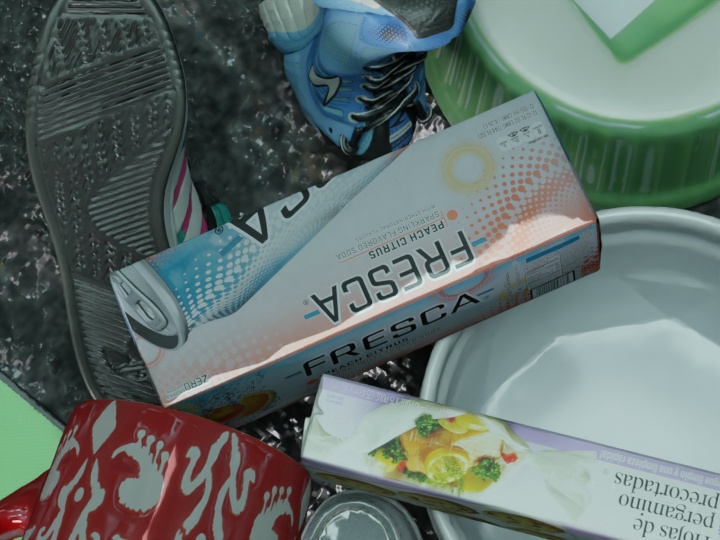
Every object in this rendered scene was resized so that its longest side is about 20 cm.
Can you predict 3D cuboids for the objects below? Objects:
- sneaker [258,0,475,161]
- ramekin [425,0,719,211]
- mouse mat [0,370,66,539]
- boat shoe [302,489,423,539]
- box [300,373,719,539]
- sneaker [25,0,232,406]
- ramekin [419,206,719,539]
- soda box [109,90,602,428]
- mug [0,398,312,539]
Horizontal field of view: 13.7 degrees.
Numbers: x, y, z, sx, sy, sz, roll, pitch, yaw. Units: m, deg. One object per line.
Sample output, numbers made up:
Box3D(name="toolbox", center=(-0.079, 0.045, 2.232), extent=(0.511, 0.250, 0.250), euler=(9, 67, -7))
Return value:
Box3D(name="sneaker", center=(0.014, -0.096, 1.334), extent=(0.078, 0.200, 0.090), euler=(-15, 91, -12))
Box3D(name="ramekin", center=(0.125, -0.134, 1.385), extent=(0.199, 0.098, 0.201), euler=(0, 75, 1))
Box3D(name="mouse mat", center=(-0.216, 0.107, 1.372), extent=(0.200, 0.008, 0.161), euler=(39, 79, 11))
Box3D(name="boat shoe", center=(-0.010, 0.194, 1.315), extent=(0.074, 0.065, 0.203), euler=(12, 75, 4))
Box3D(name="box", center=(0.074, 0.088, 1.247), extent=(0.199, 0.041, 0.039), euler=(14, 76, 4))
Box3D(name="sneaker", center=(-0.102, -0.042, 1.351), extent=(0.083, 0.121, 0.201), euler=(-5, 104, -1))
Box3D(name="ramekin", center=(0.123, 0.081, 1.324), extent=(0.199, 0.105, 0.201), euler=(0, 75, 1))
Box3D(name="soda box", center=(0.000, 0.000, 1.265), extent=(0.199, 0.064, 0.069), euler=(-23, 70, -3))
Box3D(name="mug", center=(-0.118, 0.157, 1.229), extent=(0.177, 0.133, 0.201), euler=(21, 72, -11))
